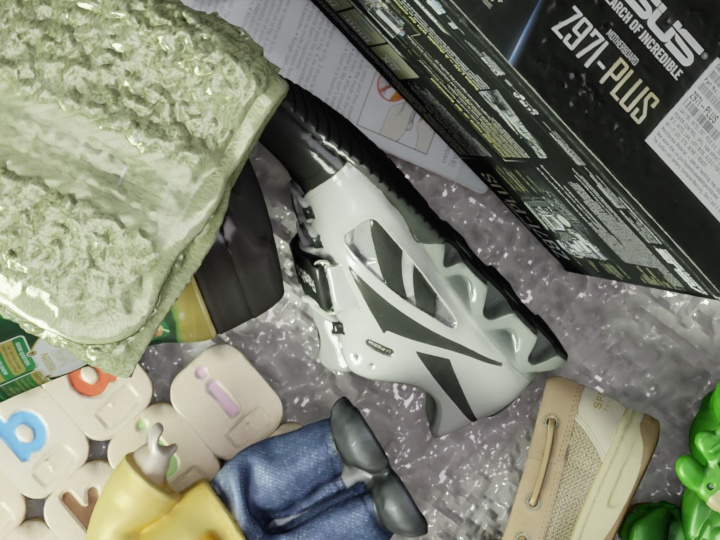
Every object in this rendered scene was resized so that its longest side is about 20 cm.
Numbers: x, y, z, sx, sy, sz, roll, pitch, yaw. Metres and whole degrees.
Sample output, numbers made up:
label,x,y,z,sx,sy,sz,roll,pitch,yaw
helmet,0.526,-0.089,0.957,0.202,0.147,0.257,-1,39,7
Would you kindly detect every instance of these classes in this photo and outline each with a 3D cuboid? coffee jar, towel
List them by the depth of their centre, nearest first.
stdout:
label,x,y,z,sx,sy,sz,roll,pitch,yaw
towel,-0.143,-0.064,0.667,0.199,0.036,0.149,27,87,4
coffee jar,-0.137,-0.003,0.737,0.198,0.086,0.105,-19,60,-4

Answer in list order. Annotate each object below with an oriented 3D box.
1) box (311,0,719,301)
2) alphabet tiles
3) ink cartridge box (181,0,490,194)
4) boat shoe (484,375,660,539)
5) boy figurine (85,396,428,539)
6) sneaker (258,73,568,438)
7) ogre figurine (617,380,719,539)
label,x,y,z,sx,sy,sz,roll,pitch,yaw
box,0.080,-0.091,0.702,0.200,0.164,0.086,45,82,-13
alphabet tiles,-0.104,0.134,0.781,0.200,0.015,0.196,-42,92,-2
ink cartridge box,-0.006,-0.147,0.787,0.198,0.050,0.164,22,88,-15
boat shoe,0.070,0.148,0.773,0.064,0.071,0.201,25,83,7
boy figurine,-0.074,0.130,0.737,0.199,0.064,0.125,-29,94,-6
sneaker,0.000,0.000,0.751,0.088,0.074,0.200,-40,107,10
ogre figurine,0.171,0.129,0.749,0.097,0.120,0.202,-15,89,1
